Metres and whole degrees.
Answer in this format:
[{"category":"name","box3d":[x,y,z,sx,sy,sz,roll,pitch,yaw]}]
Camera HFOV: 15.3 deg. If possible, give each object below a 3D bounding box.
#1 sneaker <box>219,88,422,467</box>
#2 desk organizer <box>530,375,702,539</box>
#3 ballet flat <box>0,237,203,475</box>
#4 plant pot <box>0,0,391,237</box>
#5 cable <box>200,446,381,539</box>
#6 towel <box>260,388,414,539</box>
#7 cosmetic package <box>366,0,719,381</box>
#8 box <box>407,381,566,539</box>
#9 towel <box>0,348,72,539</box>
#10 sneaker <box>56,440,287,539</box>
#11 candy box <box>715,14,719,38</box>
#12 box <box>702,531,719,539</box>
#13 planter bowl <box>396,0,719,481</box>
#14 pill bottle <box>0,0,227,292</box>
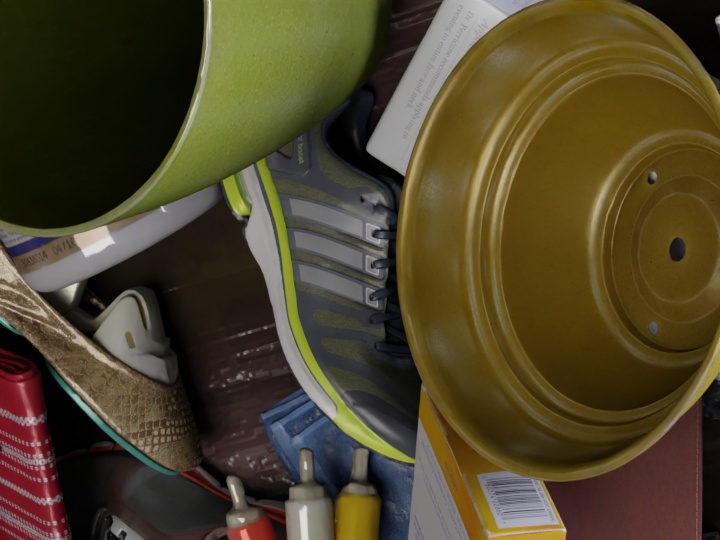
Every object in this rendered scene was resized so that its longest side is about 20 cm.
[{"category":"sneaker","box3d":[0.000,0.000,1.271,0.081,0.074,0.201,-33,71,24]},{"category":"desk organizer","box3d":[0.111,0.139,1.224,0.077,0.072,0.201,-2,100,-5]},{"category":"ballet flat","box3d":[-0.146,0.020,1.379,0.200,0.071,0.065,41,107,0]},{"category":"plant pot","box3d":[-0.080,-0.116,1.196,0.186,0.200,0.188,4,97,34]},{"category":"cable","box3d":[-0.023,0.189,1.305,0.097,0.050,0.201,-12,82,-6]},{"category":"towel","box3d":[0.052,0.072,1.317,0.200,0.049,0.112,-32,95,31]},{"category":"cosmetic package","box3d":[0.114,-0.051,1.226,0.200,0.074,0.102,34,120,7]},{"category":"box","box3d":[0.051,0.164,1.217,0.041,0.119,0.201,-5,122,-12]},{"category":"towel","box3d":[-0.183,0.130,1.423,0.144,0.022,0.201,18,123,58]},{"category":"sneaker","box3d":[-0.104,0.144,1.393,0.199,0.082,0.077,9,115,30]},{"category":"candy box","box3d":[0.223,-0.040,1.121,0.071,0.168,0.201,-11,104,25]},{"category":"box","box3d":[0.087,0.184,1.332,0.199,0.070,0.065,-13,103,28]},{"category":"planter bowl","box3d":[0.111,-0.011,1.133,0.200,0.083,0.202,-7,81,48]},{"category":"pill bottle","box3d":[-0.156,-0.101,1.304,0.115,0.116,0.201,-23,100,30]}]
